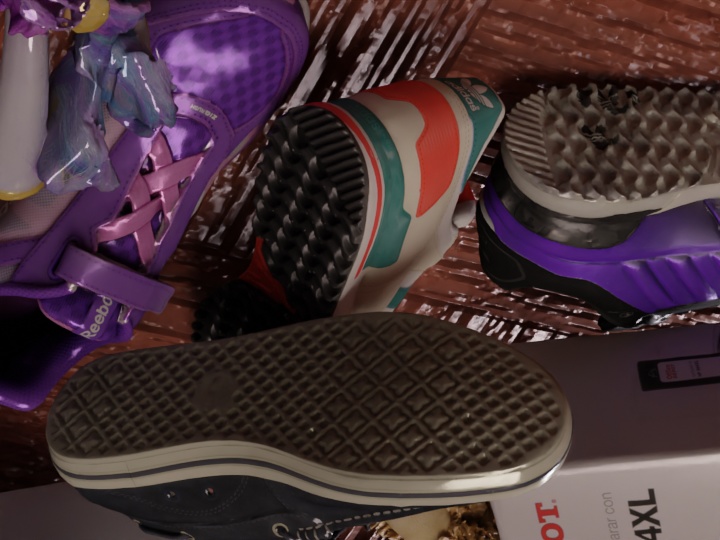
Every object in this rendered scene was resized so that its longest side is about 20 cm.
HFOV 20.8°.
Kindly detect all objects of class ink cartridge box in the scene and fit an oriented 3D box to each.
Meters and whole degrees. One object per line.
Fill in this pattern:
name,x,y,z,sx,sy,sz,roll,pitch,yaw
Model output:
ink cartridge box,0.159,0.099,0.787,0.198,0.085,0.147,-7,126,14

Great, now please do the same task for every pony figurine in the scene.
pony figurine,-0.084,-0.115,0.530,0.165,0.194,0.201,-11,145,-18

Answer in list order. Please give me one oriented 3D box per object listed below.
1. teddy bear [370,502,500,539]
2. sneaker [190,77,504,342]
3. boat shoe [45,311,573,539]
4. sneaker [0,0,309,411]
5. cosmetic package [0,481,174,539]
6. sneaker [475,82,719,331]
teddy bear,0.096,0.124,0.915,0.199,0.067,0.145,20,121,-22
sneaker,0.000,-0.001,0.752,0.093,0.071,0.200,-23,154,-30
boat shoe,-0.016,0.061,0.687,0.198,0.075,0.062,-5,138,27
sneaker,-0.087,-0.023,0.695,0.080,0.089,0.200,29,119,-35
cosmetic package,-0.163,0.174,0.859,0.150,0.052,0.201,-8,140,-42
sneaker,0.136,-0.017,0.784,0.198,0.070,0.100,5,139,-15
